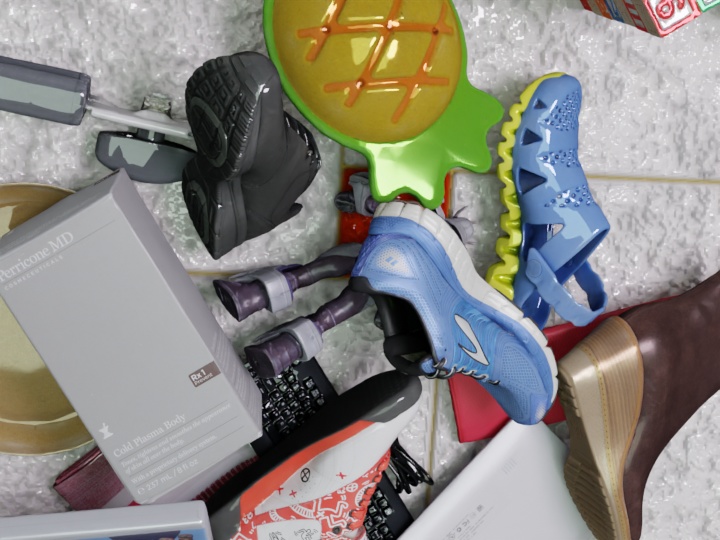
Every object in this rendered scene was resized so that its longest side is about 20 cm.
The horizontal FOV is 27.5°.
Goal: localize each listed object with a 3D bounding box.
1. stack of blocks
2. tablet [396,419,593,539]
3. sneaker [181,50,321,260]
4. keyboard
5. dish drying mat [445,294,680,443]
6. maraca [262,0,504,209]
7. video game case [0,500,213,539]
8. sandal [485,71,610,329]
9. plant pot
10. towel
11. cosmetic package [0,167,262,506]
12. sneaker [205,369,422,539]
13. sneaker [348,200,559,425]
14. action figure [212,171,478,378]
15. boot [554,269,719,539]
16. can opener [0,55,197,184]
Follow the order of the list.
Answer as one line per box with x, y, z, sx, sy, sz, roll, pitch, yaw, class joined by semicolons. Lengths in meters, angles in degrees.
0.168;-0.226;0.959;0.058;0.200;0.116;-30;105;3;stack of blocks
0.098;0.215;1.134;0.200;0.014;0.130;-46;115;0;tablet
-0.069;-0.086;0.987;0.090;0.200;0.076;-20;70;-20;sneaker
-0.013;0.140;1.095;0.104;0.040;0.201;-35;106;-13;keyboard
0.164;0.075;1.125;0.198;0.018;0.078;-14;105;-5;dish drying mat
0.016;-0.139;1.004;0.137;0.107;0.201;-35;99;-10;maraca
-0.199;0.232;1.058;0.198;0.023;0.183;-4;136;-1;video game case
0.143;-0.041;1.051;0.079;0.087;0.202;-21;119;-48;sandal
-0.237;0.034;1.057;0.198;0.027;0.202;-2;103;-7;plant pot
-0.115;0.190;1.113;0.144;0.023;0.200;-38;105;3;towel
-0.159;0.043;1.012;0.106;0.090;0.201;-31;108;5;cosmetic package
-0.012;0.162;1.058;0.201;0.067;0.108;-37;104;15;sneaker
0.059;0.047;1.016;0.200;0.078;0.089;46;66;-25;sneaker
0.000;0.000;1.061;0.199;0.069;0.131;-24;99;-17;action figure
0.232;0.109;1.099;0.165;0.072;0.201;-25;123;-16;boot
-0.206;-0.109;1.014;0.198;0.053;0.067;16;102;-11;can opener
